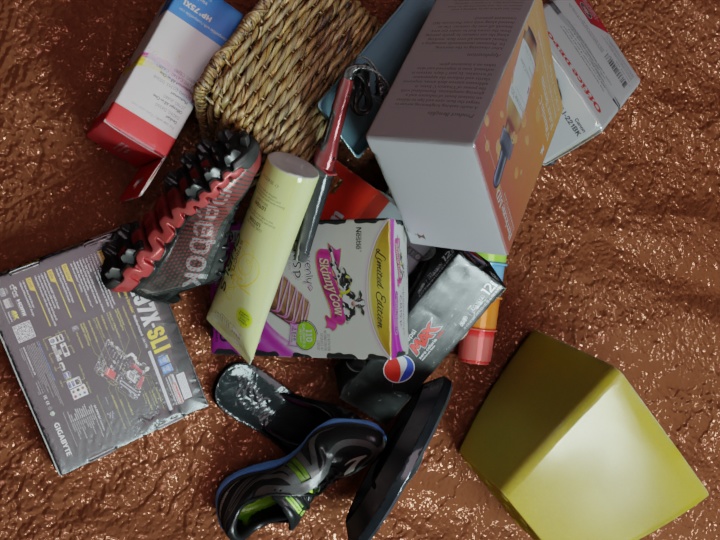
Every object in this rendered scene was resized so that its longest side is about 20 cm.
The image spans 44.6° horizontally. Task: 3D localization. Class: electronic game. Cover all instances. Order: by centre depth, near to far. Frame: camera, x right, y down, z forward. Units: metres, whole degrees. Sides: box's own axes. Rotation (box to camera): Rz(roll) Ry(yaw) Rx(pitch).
[{"bbox_3d":[0.041,0.201,0.924,0.041,0.200,0.201,29,78,3],"label":"electronic game"}]

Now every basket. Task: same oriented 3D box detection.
[{"bbox_3d":[-0.083,-0.196,0.885,0.149,0.142,0.201,40,72,-24],"label":"basket"}]

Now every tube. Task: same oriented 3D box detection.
[{"bbox_3d":[-0.096,-0.012,0.829,0.051,0.058,0.201,18,116,-13],"label":"tube"}]

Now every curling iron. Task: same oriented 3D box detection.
[{"bbox_3d":[-0.023,-0.099,0.815,0.049,0.026,0.202,15,105,-23],"label":"curling iron"}]

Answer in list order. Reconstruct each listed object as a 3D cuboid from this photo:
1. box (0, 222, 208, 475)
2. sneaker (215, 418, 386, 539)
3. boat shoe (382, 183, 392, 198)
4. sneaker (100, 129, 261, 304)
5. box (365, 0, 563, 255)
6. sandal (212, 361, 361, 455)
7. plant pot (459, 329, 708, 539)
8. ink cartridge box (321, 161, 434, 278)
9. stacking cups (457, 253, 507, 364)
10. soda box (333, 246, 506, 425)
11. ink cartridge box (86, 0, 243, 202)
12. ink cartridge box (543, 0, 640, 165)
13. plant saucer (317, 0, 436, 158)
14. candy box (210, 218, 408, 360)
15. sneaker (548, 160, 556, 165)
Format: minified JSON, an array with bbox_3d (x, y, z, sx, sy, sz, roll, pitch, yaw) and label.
[{"bbox_3d":[-0.260,0.075,0.862,0.159,0.049,0.202,-25,100,-25],"label":"box"},{"bbox_3d":[-0.058,0.221,0.903,0.198,0.083,0.071,-29,124,5],"label":"sneaker"},{"bbox_3d":[0.079,-0.016,1.011,0.066,0.057,0.202,-21,105,7],"label":"boat shoe"},{"bbox_3d":[-0.151,-0.043,0.822,0.200,0.071,0.098,-45,126,15],"label":"sneaker"},{"bbox_3d":[0.108,-0.142,0.837,0.201,0.105,0.153,-65,148,-29],"label":"box"},{"bbox_3d":[-0.068,0.166,0.949,0.199,0.048,0.076,29,79,-22],"label":"sandal"},{"bbox_3d":[0.236,0.218,1.018,0.176,0.200,0.200,-41,106,-7],"label":"plant pot"},{"bbox_3d":[0.000,0.000,0.944,0.199,0.057,0.163,32,106,-25],"label":"ink cartridge box"},{"bbox_3d":[0.148,0.010,1.038,0.060,0.060,0.202,6,88,-24],"label":"stacking cups"},{"bbox_3d":[0.058,0.061,0.922,0.070,0.063,0.200,33,105,-20],"label":"soda box"},{"bbox_3d":[-0.201,-0.170,0.849,0.067,0.116,0.201,31,78,-22],"label":"ink cartridge box"},{"bbox_3d":[0.228,-0.227,1.000,0.145,0.083,0.200,54,37,-5],"label":"ink cartridge box"},{"bbox_3d":[0.030,-0.204,0.862,0.070,0.019,0.201,49,65,-30],"label":"plant saucer"},{"bbox_3d":[-0.053,0.018,0.884,0.198,0.061,0.138,-1,91,20],"label":"candy box"},{"bbox_3d":[0.143,-0.138,1.010,0.198,0.088,0.076,-19,136,-21],"label":"sneaker"}]
